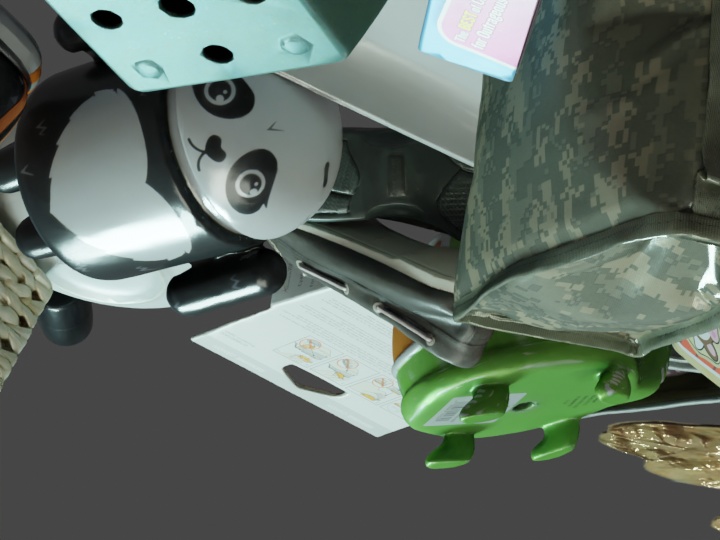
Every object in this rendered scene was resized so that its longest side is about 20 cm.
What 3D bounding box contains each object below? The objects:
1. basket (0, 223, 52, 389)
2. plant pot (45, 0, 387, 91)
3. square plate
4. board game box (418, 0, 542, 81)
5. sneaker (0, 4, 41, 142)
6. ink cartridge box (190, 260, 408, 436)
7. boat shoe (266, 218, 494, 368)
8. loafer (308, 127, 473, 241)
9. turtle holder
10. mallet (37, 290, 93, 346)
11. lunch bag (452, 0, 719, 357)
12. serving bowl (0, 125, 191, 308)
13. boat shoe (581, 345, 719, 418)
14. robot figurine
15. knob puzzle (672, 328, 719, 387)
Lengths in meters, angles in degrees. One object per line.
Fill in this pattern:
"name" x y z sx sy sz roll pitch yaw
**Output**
"basket" -0.310 0.007 1.057 0.200 0.123 0.136 17 154 33
"plant pot" -0.046 -0.174 0.599 0.141 0.200 0.141 -6 150 25
"square plate" 0.067 -0.131 0.816 0.198 0.028 0.200 23 140 -26
"board game box" 0.073 -0.184 0.595 0.040 0.153 0.200 19 153 3
"sneaker" -0.257 -0.122 0.831 0.200 0.112 0.078 37 144 -17
"ink cartridge box" 0.011 0.048 1.198 0.176 0.045 0.200 -19 142 40
"boat shoe" 0.000 0.000 0.992 0.067 0.057 0.200 -10 -155 -42
"loafer" 0.042 -0.056 0.980 0.200 0.072 0.063 7 -166 5
"turtle holder" 0.109 0.036 1.044 0.185 0.132 0.141 -14 158 4
"mallet" -0.291 0.015 1.237 0.200 0.041 0.066 7 151 11
"lunch bag" 0.122 -0.064 0.696 0.117 0.164 0.200 11 166 -11
"serving bowl" -0.161 -0.026 1.079 0.200 0.066 0.200 7 153 4
"boat shoe" 0.167 0.071 1.133 0.202 0.065 0.074 -10 137 8
"robot figurine" -0.107 -0.063 0.917 0.200 0.125 0.150 -13 145 30
"knob puzzle" 0.183 -0.002 0.895 0.030 0.220 0.220 -23 158 -15
